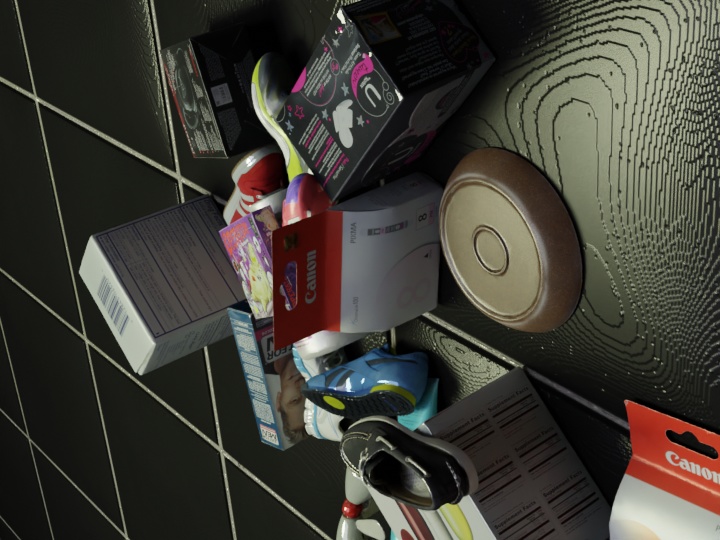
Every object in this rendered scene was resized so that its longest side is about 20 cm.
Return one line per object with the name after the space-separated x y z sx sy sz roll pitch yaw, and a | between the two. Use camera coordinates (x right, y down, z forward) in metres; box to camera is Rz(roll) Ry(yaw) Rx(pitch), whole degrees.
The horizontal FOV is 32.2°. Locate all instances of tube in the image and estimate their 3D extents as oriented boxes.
0.066 0.228 1.508 0.077 0.050 0.201 1 87 52 | tube

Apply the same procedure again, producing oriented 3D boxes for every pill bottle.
-0.060 -0.002 1.525 0.112 0.112 0.201 -22 91 59 | pill bottle

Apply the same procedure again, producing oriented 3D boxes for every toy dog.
0.027 0.279 1.600 0.096 0.132 0.201 12 135 8 | toy dog

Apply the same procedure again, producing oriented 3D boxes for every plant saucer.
0.143 -0.024 1.276 0.200 0.034 0.201 35 138 40 | plant saucer

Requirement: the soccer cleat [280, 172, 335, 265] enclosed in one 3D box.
-0.065 -0.042 1.377 0.076 0.067 0.200 14 155 17 | soccer cleat

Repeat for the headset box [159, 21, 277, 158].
-0.182 -0.221 1.568 0.200 0.077 0.150 -166 58 -70 | headset box

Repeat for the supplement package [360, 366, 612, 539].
0.135 0.249 1.358 0.201 0.147 0.191 58 148 12 | supplement package

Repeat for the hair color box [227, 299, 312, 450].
-0.103 0.129 1.686 0.060 0.100 0.201 13 121 51 | hair color box

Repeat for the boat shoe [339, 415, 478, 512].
0.034 0.201 1.278 0.200 0.060 0.074 13 120 51 | boat shoe

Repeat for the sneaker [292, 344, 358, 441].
-0.030 0.142 1.628 0.086 0.075 0.201 18 131 38 | sneaker

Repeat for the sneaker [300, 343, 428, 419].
0.008 0.134 1.538 0.199 0.079 0.066 -10 138 47 | sneaker

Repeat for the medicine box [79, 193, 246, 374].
-0.260 0.017 1.755 0.183 0.199 0.103 57 145 15 | medicine box

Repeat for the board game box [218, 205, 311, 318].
-0.114 -0.005 1.446 0.200 0.032 0.121 164 87 -73 | board game box

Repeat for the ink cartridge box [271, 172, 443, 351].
0.000 0.000 1.346 0.057 0.199 0.163 33 136 37 | ink cartridge box

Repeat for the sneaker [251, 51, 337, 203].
-0.059 -0.170 1.468 0.081 0.074 0.201 -27 89 43 | sneaker

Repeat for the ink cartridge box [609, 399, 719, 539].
0.307 0.240 1.185 0.162 0.050 0.201 20 129 50 | ink cartridge box

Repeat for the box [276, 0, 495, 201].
0.023 -0.180 1.259 0.115 0.132 0.200 57 147 11 | box

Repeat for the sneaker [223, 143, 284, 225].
-0.119 -0.074 1.604 0.113 0.071 0.200 61 156 17 | sneaker
